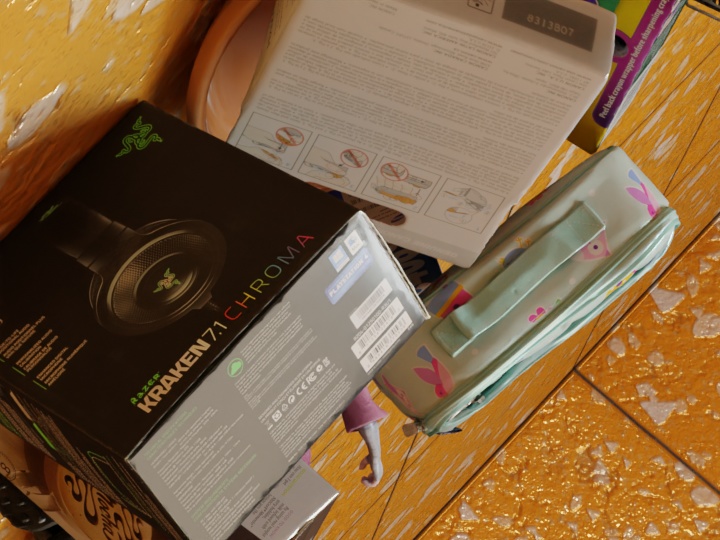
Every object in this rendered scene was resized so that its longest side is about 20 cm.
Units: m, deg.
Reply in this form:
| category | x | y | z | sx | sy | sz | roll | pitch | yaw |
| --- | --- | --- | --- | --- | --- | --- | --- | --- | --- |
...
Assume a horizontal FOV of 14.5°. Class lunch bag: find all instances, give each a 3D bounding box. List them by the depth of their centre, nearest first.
| category | x | y | z | sx | sy | sz | roll | pitch | yaw |
| --- | --- | --- | --- | --- | --- | --- | --- | --- | --- |
| lunch bag | 0.090 | 0.016 | 1.633 | 0.200 | 0.077 | 0.160 | -41 | 180 | -6 |

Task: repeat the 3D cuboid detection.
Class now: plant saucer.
| category | x | y | z | sx | sy | sz | roll | pitch | yaw |
| --- | --- | --- | --- | --- | --- | --- | --- | --- | --- |
| plant saucer | -0.010 | -0.124 | 1.544 | 0.200 | 0.037 | 0.200 | -23 | 144 | -18 |

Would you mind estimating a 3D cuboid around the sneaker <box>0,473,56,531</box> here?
| category | x | y | z | sx | sy | sz | roll | pitch | yaw |
| --- | --- | --- | --- | --- | --- | --- | --- | --- | --- |
| sneaker | -0.152 | 0.081 | 1.756 | 0.200 | 0.066 | 0.090 | -55 | 166 | 16 |

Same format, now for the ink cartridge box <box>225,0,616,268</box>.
| category | x | y | z | sx | sy | sz | roll | pitch | yaw |
| --- | --- | --- | --- | --- | --- | --- | --- | --- | --- |
| ink cartridge box | 0.023 | -0.092 | 1.480 | 0.200 | 0.162 | 0.057 | 125 | -19 | -58 |

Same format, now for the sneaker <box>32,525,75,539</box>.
| category | x | y | z | sx | sy | sz | roll | pitch | yaw |
| --- | --- | --- | --- | --- | --- | --- | --- | --- | --- |
| sneaker | -0.195 | 0.177 | 1.933 | 0.099 | 0.070 | 0.200 | -22 | 147 | -54 |

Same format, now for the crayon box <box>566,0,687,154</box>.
| category | x | y | z | sx | sy | sz | roll | pitch | yaw |
| --- | --- | --- | --- | --- | --- | --- | --- | --- | --- |
| crayon box | 0.099 | -0.180 | 1.581 | 0.058 | 0.172 | 0.200 | -52 | 172 | -34 |

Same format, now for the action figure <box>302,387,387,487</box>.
| category | x | y | z | sx | sy | sz | roll | pitch | yaw |
| --- | --- | --- | --- | --- | --- | --- | --- | --- | --- |
| action figure | -0.058 | 0.088 | 1.873 | 0.200 | 0.134 | 0.149 | -59 | 149 | -25 |

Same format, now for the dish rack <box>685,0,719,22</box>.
| category | x | y | z | sx | sy | sz | roll | pitch | yaw |
| --- | --- | --- | --- | --- | --- | --- | --- | --- | --- |
| dish rack | 0.157 | -0.181 | 1.729 | 0.153 | 0.200 | 0.055 | -57 | 173 | -75 |

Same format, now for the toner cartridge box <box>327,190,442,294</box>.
| category | x | y | z | sx | sy | sz | roll | pitch | yaw |
| --- | --- | --- | --- | --- | --- | --- | --- | --- | --- |
| toner cartridge box | 0.000 | 0.000 | 1.707 | 0.095 | 0.043 | 0.200 | -20 | 161 | 2 |

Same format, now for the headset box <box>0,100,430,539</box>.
| category | x | y | z | sx | sy | sz | roll | pitch | yaw |
| --- | --- | --- | --- | --- | --- | --- | --- | --- | --- |
| headset box | -0.100 | 0.023 | 1.443 | 0.174 | 0.200 | 0.093 | -46 | 134 | -15 |

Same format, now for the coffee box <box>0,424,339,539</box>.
| category | x | y | z | sx | sy | sz | roll | pitch | yaw |
| --- | --- | --- | --- | --- | --- | --- | --- | --- | --- |
| coffee box | -0.122 | 0.113 | 1.630 | 0.080 | 0.200 | 0.113 | -41 | 166 | -38 |
